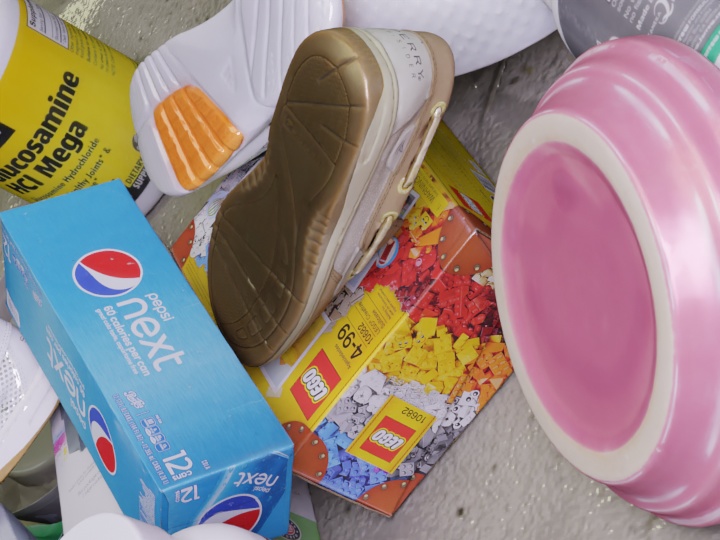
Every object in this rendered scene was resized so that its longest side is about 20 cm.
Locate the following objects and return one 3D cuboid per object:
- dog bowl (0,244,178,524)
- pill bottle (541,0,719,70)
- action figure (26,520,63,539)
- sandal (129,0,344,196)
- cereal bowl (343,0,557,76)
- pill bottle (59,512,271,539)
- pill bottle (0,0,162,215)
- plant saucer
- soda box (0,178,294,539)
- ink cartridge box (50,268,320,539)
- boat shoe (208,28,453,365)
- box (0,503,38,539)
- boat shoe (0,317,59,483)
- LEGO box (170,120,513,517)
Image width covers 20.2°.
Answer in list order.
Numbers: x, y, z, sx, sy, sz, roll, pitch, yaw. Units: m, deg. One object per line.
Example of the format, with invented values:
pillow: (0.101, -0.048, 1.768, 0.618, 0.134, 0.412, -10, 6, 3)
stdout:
dog bowl: (-0.168, 0.062, 1.208, 0.200, 0.059, 0.201, -30, 46, 37)
pill bottle: (0.152, -0.115, 0.880, 0.113, 0.113, 0.200, -52, 36, 13)
action figure: (-0.191, 0.187, 1.150, 0.200, 0.055, 0.119, -6, 73, 60)
sandal: (-0.051, -0.096, 1.033, 0.206, 0.059, 0.079, -28, 73, 52)
cereal bowl: (0.043, -0.192, 1.034, 0.199, 0.083, 0.200, -18, 39, 16)
pill bottle: (-0.040, 0.174, 0.849, 0.112, 0.200, 0.113, -30, 45, 37)
pill bottle: (-0.215, -0.109, 1.258, 0.112, 0.200, 0.113, -30, 46, 37)
plant saucer: (0.107, 0.007, 0.817, 0.200, 0.051, 0.201, 170, 90, -69)
soda box: (-0.105, 0.047, 0.959, 0.200, 0.068, 0.064, 54, 151, 38)
ink cartridge box: (-0.096, 0.087, 1.049, 0.067, 0.117, 0.200, -46, 37, 27)
boat shoe: (-0.012, -0.030, 0.911, 0.074, 0.066, 0.200, 58, 142, 24)
box: (-0.224, 0.207, 0.954, 0.200, 0.041, 0.156, -44, 15, -6)
boat shoe: (-0.225, 0.108, 1.000, 0.071, 0.069, 0.200, -14, 41, 56)
LEGO box: (0.000, 0.000, 1.023, 0.149, 0.077, 0.200, -51, 36, 13)
